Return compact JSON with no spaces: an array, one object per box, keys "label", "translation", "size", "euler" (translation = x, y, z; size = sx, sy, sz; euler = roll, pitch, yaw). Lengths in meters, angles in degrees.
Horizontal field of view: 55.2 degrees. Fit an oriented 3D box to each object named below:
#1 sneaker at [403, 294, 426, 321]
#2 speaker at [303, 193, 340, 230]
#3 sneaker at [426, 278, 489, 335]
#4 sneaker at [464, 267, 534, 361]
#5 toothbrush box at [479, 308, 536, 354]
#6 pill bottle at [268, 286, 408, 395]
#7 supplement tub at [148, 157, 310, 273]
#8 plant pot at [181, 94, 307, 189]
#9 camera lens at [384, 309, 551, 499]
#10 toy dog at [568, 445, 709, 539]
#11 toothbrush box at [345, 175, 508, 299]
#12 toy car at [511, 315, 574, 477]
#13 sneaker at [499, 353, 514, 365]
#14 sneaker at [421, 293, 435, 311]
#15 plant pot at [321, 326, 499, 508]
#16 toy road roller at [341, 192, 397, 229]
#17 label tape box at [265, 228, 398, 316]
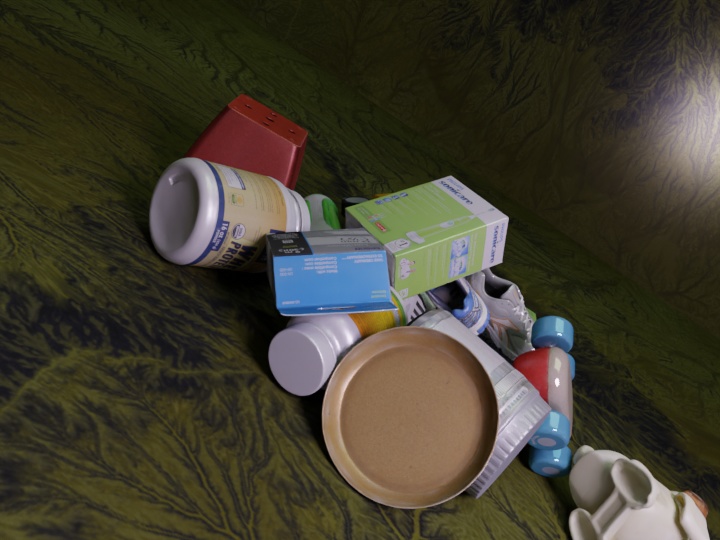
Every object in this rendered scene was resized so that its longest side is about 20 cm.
[{"label":"sneaker","translation":[0.018,0.048,1.048],"size":[0.199,0.116,0.076],"euler":[15,26,-39]},{"label":"speaker","translation":[-0.074,-0.067,1.221],"size":[0.088,0.089,0.200],"euler":[25,21,-18]},{"label":"sneaker","translation":[0.125,0.011,1.080],"size":[0.200,0.077,0.085],"euler":[50,7,35]},{"label":"sneaker","translation":[0.242,0.072,1.110],"size":[0.199,0.092,0.076],"euler":[39,48,6]},{"label":"toothbrush box","translation":[0.243,0.107,1.264],"size":[0.145,0.087,0.200],"euler":[32,19,0]},{"label":"pill bottle","translation":[-0.028,0.085,0.887],"size":[0.111,0.112,0.200],"euler":[38,29,16]},{"label":"supplement tub","translation":[-0.183,-0.073,0.986],"size":[0.199,0.145,0.144],"euler":[7,31,-48]},{"label":"plant pot","translation":[-0.192,-0.184,1.184],"size":[0.199,0.177,0.200],"euler":[29,21,-10]},{"label":"camera lens","translation":[0.116,0.161,0.868],"size":[0.200,0.161,0.159],"euler":[40,22,22]},{"label":"toy dog","translation":[0.380,0.336,0.927],"size":[0.199,0.140,0.194],"euler":[29,6,-18]},{"label":"toothbrush box","translation":[0.095,-0.052,1.026],"size":[0.198,0.087,0.146],"euler":[-21,41,-23]},{"label":"toy car","translation":[0.212,0.182,1.020],"size":[0.198,0.178,0.186],"euler":[1,52,20]},{"label":"sneaker","translation":[0.200,0.172,1.119],"size":[0.199,0.078,0.085],"euler":[29,29,11]},{"label":"sneaker","translation":[0.094,0.077,1.166],"size":[0.080,0.071,0.200],"euler":[29,13,-13]},{"label":"plant pot","translation":[0.056,0.163,0.775],"size":[0.200,0.200,0.028],"euler":[41,-10,22]},{"label":"toy road roller","translation":[0.060,-0.065,1.263],"size":[0.198,0.124,0.146],"euler":[-9,22,-33]},{"label":"label tape box","translation":[-0.042,-0.002,0.871],"size":[0.142,0.067,0.200],"euler":[-3,14,-11]}]
